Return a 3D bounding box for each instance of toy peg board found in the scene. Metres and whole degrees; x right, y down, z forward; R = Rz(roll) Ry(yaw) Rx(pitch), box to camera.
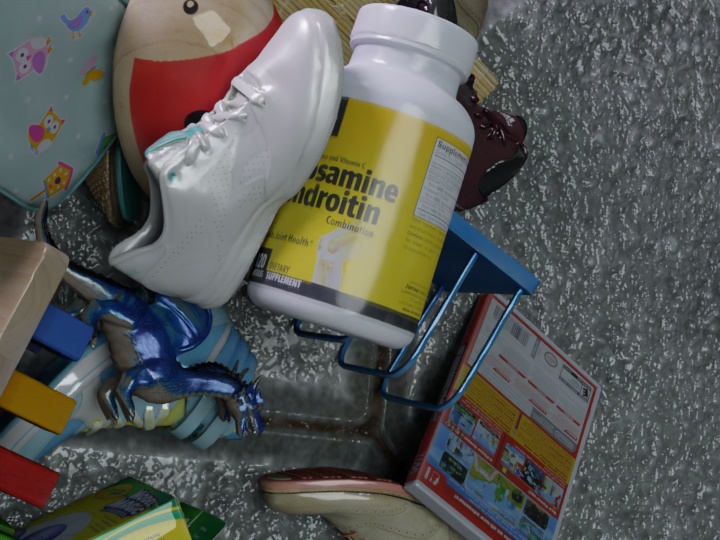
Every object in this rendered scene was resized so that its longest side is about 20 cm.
[{"bbox_3d":[-0.244,0.088,0.754,0.098,0.199,0.200,36,72,-36],"label":"toy peg board"}]

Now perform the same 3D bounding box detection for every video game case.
[{"bbox_3d":[0.121,0.132,0.981,0.143,0.017,0.201,41,50,-19],"label":"video game case"}]

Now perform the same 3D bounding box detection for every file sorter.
[{"bbox_3d":[0.000,0.000,0.902,0.200,0.139,0.123,37,77,-20],"label":"file sorter"}]

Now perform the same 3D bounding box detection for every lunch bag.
[{"bbox_3d":[-0.213,-0.135,0.737,0.161,0.077,0.200,-57,155,-5],"label":"lunch bag"}]

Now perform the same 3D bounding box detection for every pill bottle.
[{"bbox_3d":[0.008,-0.059,0.768,0.112,0.112,0.201,19,86,-24],"label":"pill bottle"}]

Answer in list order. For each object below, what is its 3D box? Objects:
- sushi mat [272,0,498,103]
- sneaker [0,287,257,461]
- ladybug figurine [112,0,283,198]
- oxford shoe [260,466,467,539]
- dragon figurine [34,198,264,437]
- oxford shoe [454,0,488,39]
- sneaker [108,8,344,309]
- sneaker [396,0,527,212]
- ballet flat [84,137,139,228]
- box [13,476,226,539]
[{"bbox_3d":[0.016,-0.175,0.945,0.096,0.012,0.200,-45,120,9],"label":"sushi mat"},{"bbox_3d":[-0.153,0.098,0.853,0.200,0.079,0.131,-42,104,-21],"label":"sneaker"},{"bbox_3d":[-0.092,-0.110,0.792,0.136,0.072,0.201,-38,141,-30],"label":"ladybug figurine"},{"bbox_3d":[0.013,0.195,0.934,0.199,0.071,0.074,13,84,-25],"label":"oxford shoe"},{"bbox_3d":[-0.138,0.034,0.797,0.099,0.059,0.201,-32,97,-32],"label":"dragon figurine"},{"bbox_3d":[0.018,-0.223,0.959,0.199,0.070,0.075,4,92,-24],"label":"oxford shoe"},{"bbox_3d":[-0.083,-0.070,0.721,0.088,0.075,0.201,19,109,-32],"label":"sneaker"},{"bbox_3d":[0.080,-0.133,0.947,0.115,0.076,0.201,-11,127,-21],"label":"sneaker"},{"bbox_3d":[-0.189,-0.130,0.864,0.065,0.071,0.201,1,84,1],"label":"ballet flat"},{"bbox_3d":[-0.196,0.193,0.806,0.199,0.117,0.049,-21,97,-26],"label":"box"}]
